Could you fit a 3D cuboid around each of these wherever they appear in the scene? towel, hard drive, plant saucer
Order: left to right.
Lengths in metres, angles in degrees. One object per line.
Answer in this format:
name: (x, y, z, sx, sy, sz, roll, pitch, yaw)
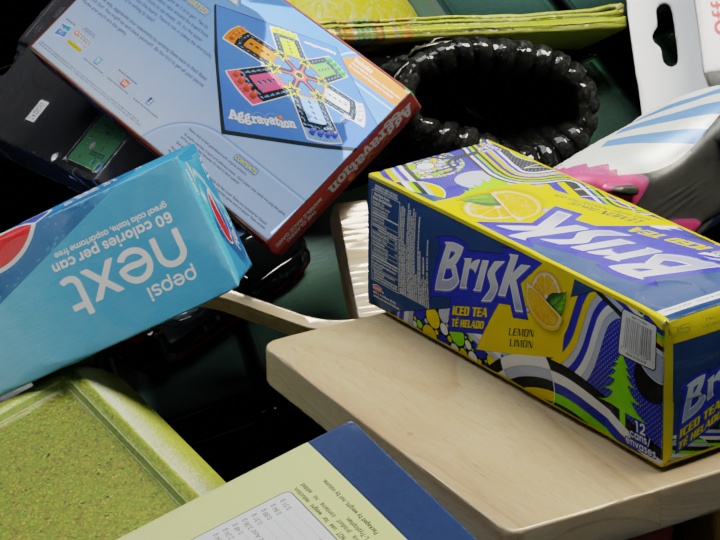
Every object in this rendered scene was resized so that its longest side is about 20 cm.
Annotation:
plant saucer: (-0.147, 0.124, 1.096, 0.200, 0.048, 0.200, -29, 42, -20)
hard drive: (-0.133, -0.109, 1.379, 0.140, 0.038, 0.200, -53, 31, -10)
towel: (0.041, -0.132, 1.397, 0.200, 0.018, 0.086, -4, -2, -16)

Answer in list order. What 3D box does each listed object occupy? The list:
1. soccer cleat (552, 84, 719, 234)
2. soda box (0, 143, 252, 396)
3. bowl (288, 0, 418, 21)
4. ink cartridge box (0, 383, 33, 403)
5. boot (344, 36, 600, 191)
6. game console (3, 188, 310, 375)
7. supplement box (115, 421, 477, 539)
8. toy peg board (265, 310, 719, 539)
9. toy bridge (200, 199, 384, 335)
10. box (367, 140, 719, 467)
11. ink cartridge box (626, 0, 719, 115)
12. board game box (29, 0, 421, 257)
soccer cleat: (0.133, -0.035, 1.249, 0.200, 0.070, 0.086, -25, 14, -18)
soda box: (-0.155, 0.014, 1.165, 0.200, 0.068, 0.064, -25, 6, 6)
bowl: (-0.066, -0.147, 1.493, 0.200, 0.108, 0.200, -13, 29, 7)
ink cartridge box: (-0.212, 0.118, 1.196, 0.163, 0.057, 0.200, -27, 45, -17)
boot: (0.007, -0.076, 1.303, 0.211, 0.079, 0.158, -15, 10, -7)
game console: (-0.158, -0.029, 1.328, 0.172, 0.119, 0.200, -36, 34, -29)
supplement box: (-0.031, 0.186, 0.873, 0.200, 0.134, 0.200, -26, 30, -15)
toy peg board: (0.093, 0.086, 1.048, 0.199, 0.098, 0.200, -13, 26, -26)
toy bridge: (0.000, 0.000, 1.247, 0.200, 0.027, 0.067, -7, 71, -12)
box: (0.085, 0.009, 1.024, 0.070, 0.064, 0.200, -16, 27, -30)
ink cartridge box: (0.235, -0.151, 1.323, 0.200, 0.067, 0.116, -10, 68, 13)
board game box: (-0.071, -0.097, 1.264, 0.103, 0.019, 0.200, -47, 55, -5)
